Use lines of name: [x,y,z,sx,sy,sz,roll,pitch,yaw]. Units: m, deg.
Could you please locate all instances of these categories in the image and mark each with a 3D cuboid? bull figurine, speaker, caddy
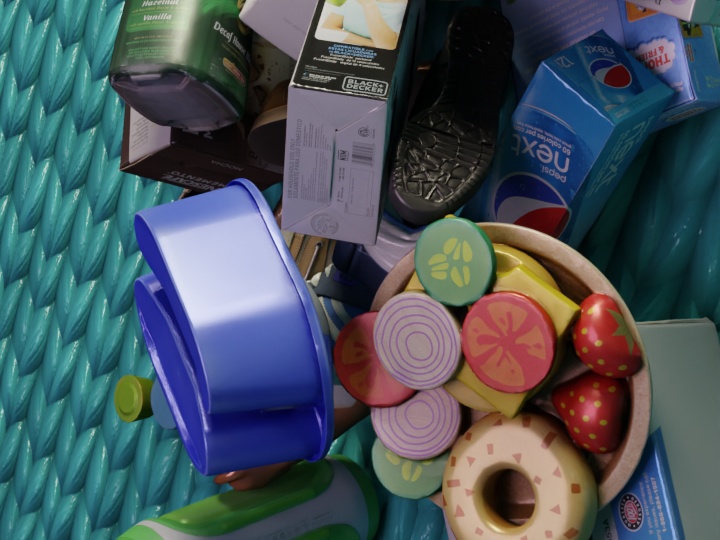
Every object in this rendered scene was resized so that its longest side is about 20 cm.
bull figurine: [-0.025,0.091,1.348,0.065,0.200,0.121,60,-179,-10]
speaker: [-0.083,0.198,1.350,0.088,0.200,0.089,21,119,45]
caddy: [-0.073,0.035,1.178,0.142,0.105,0.200,97,154,-49]

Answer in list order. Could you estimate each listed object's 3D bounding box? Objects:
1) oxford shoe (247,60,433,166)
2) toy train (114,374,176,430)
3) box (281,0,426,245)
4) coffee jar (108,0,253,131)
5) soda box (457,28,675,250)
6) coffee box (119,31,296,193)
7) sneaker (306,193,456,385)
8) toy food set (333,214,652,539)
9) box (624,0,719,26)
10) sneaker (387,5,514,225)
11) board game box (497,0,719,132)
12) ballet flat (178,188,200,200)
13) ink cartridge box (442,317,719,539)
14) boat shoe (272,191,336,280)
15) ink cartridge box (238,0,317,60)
oxford shoe: [0.011,-0.132,1.330,0.199,0.071,0.071,-7,51,28]
toy train: [-0.153,0.104,1.508,0.200,0.115,0.085,-4,87,50]
box: [0.000,-0.125,1.161,0.200,0.060,0.117,-76,-7,-46]
coffee jar: [-0.118,-0.209,1.327,0.085,0.104,0.201,-1,71,23]
soda box: [0.118,-0.054,1.178,0.064,0.068,0.200,43,137,17]
coffee box: [-0.115,-0.167,1.433,0.080,0.113,0.201,-18,63,51]
sneaker: [0.000,0.000,1.227,0.200,0.080,0.147,12,108,47]
toy food set: [0.078,0.069,1.105,0.198,0.049,0.200,36,118,19]
box: [0.149,-0.195,1.146,0.200,0.039,0.042,30,112,45]
sneaker: [0.058,-0.089,1.172,0.104,0.060,0.200,107,-177,-57]
board game box: [0.153,-0.182,1.200,0.151,0.037,0.201,-21,74,49]
ballet flat: [-0.134,-0.028,1.480,0.067,0.046,0.200,-60,19,28]
ink cartridge box: [0.142,0.127,1.177,0.200,0.084,0.146,-26,71,48]
boat shoe: [-0.038,-0.019,1.415,0.200,0.076,0.072,-60,6,11]
ink cartridge box: [0.012,-0.251,1.283,0.200,0.084,0.146,-45,17,39]
